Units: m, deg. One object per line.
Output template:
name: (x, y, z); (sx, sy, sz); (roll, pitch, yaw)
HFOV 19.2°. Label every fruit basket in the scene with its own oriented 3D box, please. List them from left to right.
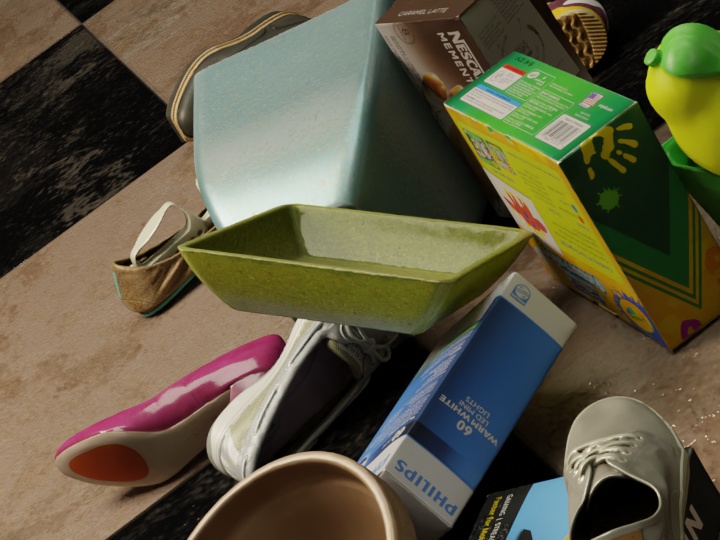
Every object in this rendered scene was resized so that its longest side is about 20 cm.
fruit basket: (0.276, -0.099, 1.387); (0.155, 0.216, 0.216); (-37, 24, -15)

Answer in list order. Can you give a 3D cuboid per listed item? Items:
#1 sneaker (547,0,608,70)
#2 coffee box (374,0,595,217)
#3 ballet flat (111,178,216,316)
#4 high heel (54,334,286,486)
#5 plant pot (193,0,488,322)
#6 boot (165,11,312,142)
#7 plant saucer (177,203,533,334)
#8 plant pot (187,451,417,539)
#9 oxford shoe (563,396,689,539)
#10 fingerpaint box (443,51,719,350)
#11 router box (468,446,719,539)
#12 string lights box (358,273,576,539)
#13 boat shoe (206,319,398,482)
sneaker: (0.129, -0.183, 1.905); (0.200, 0.075, 0.090); (-20, 19, 15)
coffee box: (0.116, -0.140, 1.671); (0.080, 0.200, 0.114); (-46, 27, -25)
ballet flat: (-0.150, -0.042, 1.982); (0.200, 0.072, 0.068); (-38, 24, -8)
high heel: (-0.147, 0.112, 1.701); (0.200, 0.068, 0.096); (-12, 39, 12)
plant pot: (-0.016, -0.066, 1.731); (0.196, 0.196, 0.200); (-22, 39, 25)
boot: (-0.098, -0.208, 2.229); (0.138, 0.078, 0.200); (9, 49, 50)
plant saucer: (0.000, 0.000, 1.507); (0.199, 0.048, 0.200); (7, 14, 20)
plant pot: (-0.028, 0.218, 1.291); (0.201, 0.093, 0.201); (-27, 45, 31)
oxford shoe: (0.146, 0.120, 1.208); (0.075, 0.058, 0.200); (-27, 22, 15)
fingerpaint box: (0.162, -0.054, 1.494); (0.073, 0.167, 0.200); (-37, 24, -7)
router box: (0.117, 0.196, 1.229); (0.149, 0.051, 0.200); (-18, 27, 32)
string lights box: (0.056, 0.102, 1.406); (0.103, 0.059, 0.200); (-45, 7, 49)
boat shoe: (-0.030, 0.082, 1.609); (0.202, 0.074, 0.065); (-45, 32, -14)
